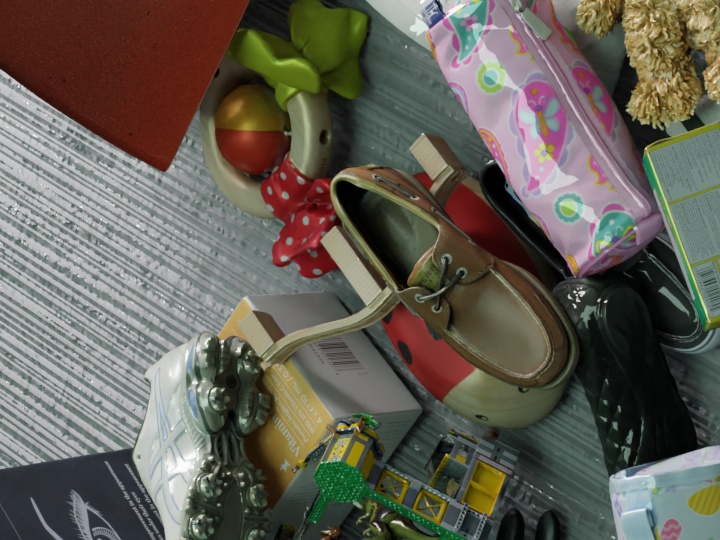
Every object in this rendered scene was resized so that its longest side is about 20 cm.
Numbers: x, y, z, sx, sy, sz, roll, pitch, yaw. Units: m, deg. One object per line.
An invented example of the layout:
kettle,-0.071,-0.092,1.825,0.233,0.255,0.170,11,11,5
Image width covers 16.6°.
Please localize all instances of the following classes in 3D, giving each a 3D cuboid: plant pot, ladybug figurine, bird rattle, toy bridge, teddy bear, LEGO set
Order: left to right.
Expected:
plant pot,-0.184,-0.222,1.736,0.200,0.175,0.200,-62,21,25
bird rattle,-0.053,-0.095,1.779,0.163,0.112,0.201,11,115,48
toy bridge,0.000,0.000,1.667,0.200,0.027,0.067,-46,63,18
LEGO set,0.021,0.168,1.692,0.153,0.116,0.201,21,131,6
ladybug figurine,0.065,0.019,1.692,0.136,0.072,0.200,-44,69,33
teddy bear,0.198,-0.186,1.536,0.144,0.067,0.201,-1,78,38

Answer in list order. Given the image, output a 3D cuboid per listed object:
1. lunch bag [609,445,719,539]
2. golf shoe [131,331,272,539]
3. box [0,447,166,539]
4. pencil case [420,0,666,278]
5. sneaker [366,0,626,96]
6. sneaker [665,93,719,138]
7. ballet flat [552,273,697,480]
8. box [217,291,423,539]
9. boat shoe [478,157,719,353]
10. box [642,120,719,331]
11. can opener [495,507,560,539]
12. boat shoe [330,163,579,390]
lunch bag,0.225,0.192,1.507,0.127,0.200,0.171,-14,87,37
golf shoe,-0.116,0.145,1.702,0.097,0.078,0.201,-17,61,40
box,-0.193,0.216,1.700,0.104,0.199,0.148,-53,58,33
pencil case,0.121,-0.096,1.559,0.087,0.087,0.201,-36,80,35
sneaker,0.099,-0.186,1.648,0.200,0.074,0.116,32,111,22
sneaker,0.245,-0.020,1.555,0.080,0.074,0.201,-16,77,42
ballet flat,0.176,0.092,1.606,0.057,0.066,0.201,10,121,54
box,-0.068,0.130,1.785,0.125,0.097,0.200,51,123,28
boat shoe,0.155,-0.015,1.620,0.200,0.066,0.070,46,121,23
box,0.282,-0.052,1.484,0.199,0.048,0.118,-19,82,2
can opener,0.105,0.261,1.700,0.079,0.063,0.201,21,99,62
boat shoe,0.052,0.007,1.580,0.200,0.068,0.072,41,105,27
